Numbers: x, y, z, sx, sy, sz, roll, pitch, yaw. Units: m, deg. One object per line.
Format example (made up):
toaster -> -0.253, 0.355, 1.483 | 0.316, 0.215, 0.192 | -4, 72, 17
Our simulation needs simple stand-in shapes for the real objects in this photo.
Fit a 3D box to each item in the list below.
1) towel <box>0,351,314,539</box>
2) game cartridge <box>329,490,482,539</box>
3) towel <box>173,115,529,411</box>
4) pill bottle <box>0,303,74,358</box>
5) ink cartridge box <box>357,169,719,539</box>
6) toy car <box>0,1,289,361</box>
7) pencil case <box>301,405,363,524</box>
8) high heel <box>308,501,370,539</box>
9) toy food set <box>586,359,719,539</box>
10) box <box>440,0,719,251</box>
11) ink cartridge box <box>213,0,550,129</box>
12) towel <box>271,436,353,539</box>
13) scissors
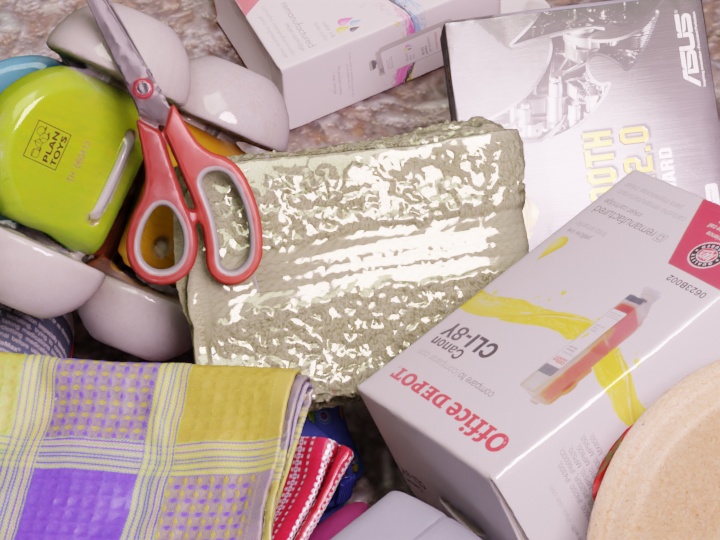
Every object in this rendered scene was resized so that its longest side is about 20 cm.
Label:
towel -> -0.128, 0.107, 1.287 | 0.200, 0.023, 0.144 | 4, 60, 19
game cartridge -> 0.033, 0.197, 1.193 | 0.133, 0.042, 0.200 | -41, 48, -5
towel -> 0.000, 0.000, 1.342 | 0.200, 0.036, 0.149 | -9, 90, -7
pill bottle -> -0.229, 0.057, 1.430 | 0.119, 0.120, 0.200 | 3, 55, 6
ink cartridge box -> 0.120, 0.052, 1.266 | 0.200, 0.083, 0.145 | -38, 31, -13
toy car -> -0.150, -0.057, 1.400 | 0.150, 0.200, 0.175 | 24, 90, 44
pencil case -> -0.049, 0.054, 1.449 | 0.087, 0.078, 0.200 | -4, 53, -10
high heel -> -0.080, 0.186, 1.357 | 0.096, 0.067, 0.200 | 35, 66, 13
toy food set -> 0.197, 0.133, 1.208 | 0.198, 0.200, 0.049 | -30, 17, -15
box -> 0.138, -0.058, 1.482 | 0.158, 0.048, 0.200 | -6, 83, -3
ink cartridge box -> 0.015, -0.187, 1.626 | 0.200, 0.068, 0.117 | -24, 56, -14
towel -> -0.105, 0.140, 1.352 | 0.200, 0.022, 0.145 | 6, 60, 48
scissors -> -0.103, -0.087, 1.306 | 0.073, 0.014, 0.200 | -12, 93, -2
